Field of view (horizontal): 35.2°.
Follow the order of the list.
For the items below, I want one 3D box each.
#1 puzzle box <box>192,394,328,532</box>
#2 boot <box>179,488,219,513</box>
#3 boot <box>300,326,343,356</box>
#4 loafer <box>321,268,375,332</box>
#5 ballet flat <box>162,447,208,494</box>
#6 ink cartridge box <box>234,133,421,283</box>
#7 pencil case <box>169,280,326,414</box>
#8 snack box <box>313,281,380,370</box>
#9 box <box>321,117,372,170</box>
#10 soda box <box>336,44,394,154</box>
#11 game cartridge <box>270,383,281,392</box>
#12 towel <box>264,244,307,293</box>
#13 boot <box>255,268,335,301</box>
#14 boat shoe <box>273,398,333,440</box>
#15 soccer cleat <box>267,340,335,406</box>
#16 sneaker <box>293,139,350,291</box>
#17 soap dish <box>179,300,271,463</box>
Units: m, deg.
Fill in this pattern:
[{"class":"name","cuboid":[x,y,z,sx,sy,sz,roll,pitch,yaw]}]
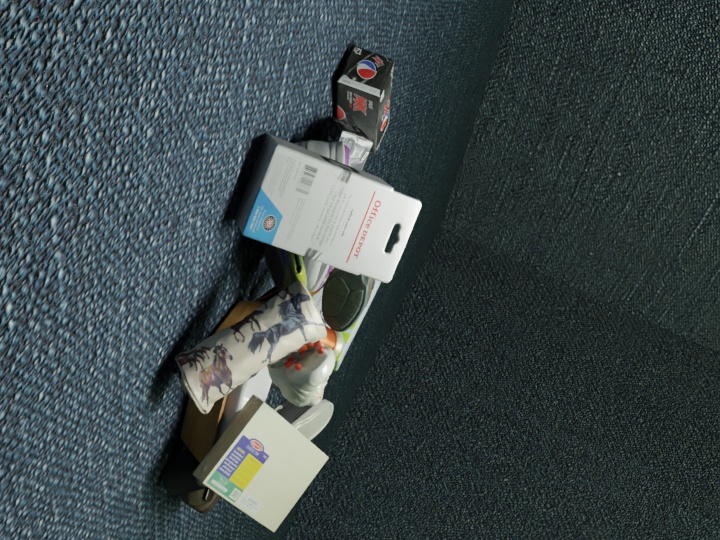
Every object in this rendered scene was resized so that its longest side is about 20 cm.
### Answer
[{"class":"puzzle box","cuboid":[-0.132,0.266,1.552,0.134,0.025,0.200,-52,141,-10]},{"class":"boot","cuboid":[-0.217,0.274,1.733,0.147,0.069,0.202,91,16,-53]},{"class":"boot","cuboid":[-0.099,0.102,1.694,0.199,0.106,0.076,-4,-115,65]},{"class":"loafer","cuboid":[0.000,0.000,1.584,0.063,0.072,0.202,-32,149,-45]},{"class":"ballet flat","cuboid":[-0.193,0.266,1.627,0.199,0.073,0.074,-24,143,-46]},{"class":"ink cartridge box","cuboid":[-0.039,-0.072,1.376,0.117,0.198,0.067,-67,-159,10]},{"class":"pencil case","cuboid":[-0.131,0.092,1.381,0.199,0.078,0.089,-32,176,-13]},{"class":"snack box","cuboid":[-0.057,0.044,1.848,0.053,0.141,0.201,103,12,-64]},{"class":"box","cuboid":[-0.050,-0.109,1.613,0.158,0.049,0.202,-120,-128,-75]},{"class":"soda box","cuboid":[0.005,-0.247,1.665,0.200,0.070,0.064,93,17,-71]},{"class":"game cartridge","cuboid":[-0.091,0.109,1.866,0.039,0.128,0.201,99,16,-63]},{"class":"towel","cuboid":[-0.101,-0.013,1.508,0.200,0.022,0.145,101,-29,-66]},{"class":"boot","cuboid":[-0.088,0.015,1.710,0.200,0.187,0.069,-40,113,-45]},{"class":"boat shoe","cuboid":[-0.124,0.232,1.618,0.199,0.060,0.075,-36,144,-37]},{"class":"soccer cleat","cuboid":[-0.066,0.137,1.448,0.069,0.078,0.200,-33,-174,-18]},{"class":"sneaker","cuboid":[-0.069,-0.075,1.508,0.075,0.098,0.203,-91,-172,-84]},{"class":"soap dish","cuboid":[-0.177,0.151,1.563,0.158,0.080,0.202,-57,168,-52]}]
